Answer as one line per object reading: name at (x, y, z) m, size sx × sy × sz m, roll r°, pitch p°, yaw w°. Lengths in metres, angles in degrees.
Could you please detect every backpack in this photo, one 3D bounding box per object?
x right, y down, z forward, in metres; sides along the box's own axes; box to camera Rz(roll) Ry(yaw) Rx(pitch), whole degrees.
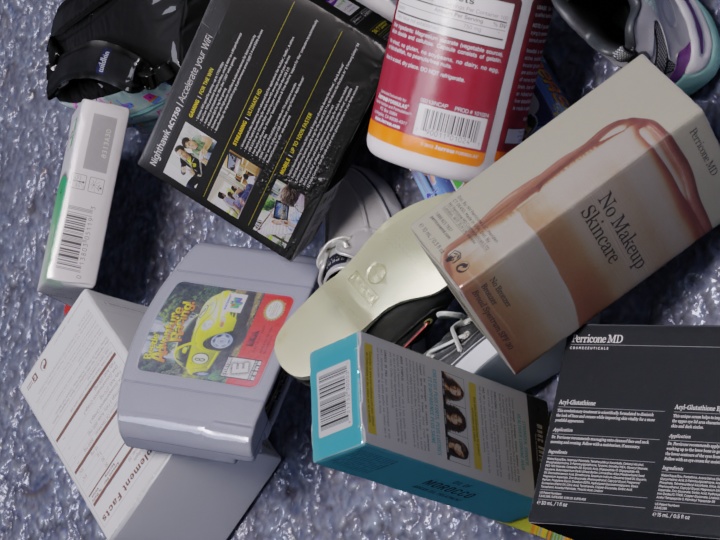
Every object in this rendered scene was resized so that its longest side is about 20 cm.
backpack at (-0.189, -0.196, 1.873) m, size 0.199 × 0.126 × 0.168 m, roll -17°, pitch 56°, yaw 43°

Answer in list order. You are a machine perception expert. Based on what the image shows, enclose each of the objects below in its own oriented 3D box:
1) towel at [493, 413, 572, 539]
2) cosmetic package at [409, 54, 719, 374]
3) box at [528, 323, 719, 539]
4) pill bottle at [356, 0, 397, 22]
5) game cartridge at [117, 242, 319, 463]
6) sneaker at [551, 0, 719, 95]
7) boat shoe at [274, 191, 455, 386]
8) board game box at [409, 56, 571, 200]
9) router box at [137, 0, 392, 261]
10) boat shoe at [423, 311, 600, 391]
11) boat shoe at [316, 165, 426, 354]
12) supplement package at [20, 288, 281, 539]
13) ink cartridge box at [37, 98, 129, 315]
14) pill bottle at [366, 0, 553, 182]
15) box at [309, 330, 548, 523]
towel at (0.123, 0.144, 1.538) m, size 0.199 × 0.018 × 0.087 m, roll 14°, pitch 84°, yaw 48°
cosmetic package at (0.148, -0.037, 1.433) m, size 0.200 × 0.104 × 0.087 m, roll -38°, pitch 40°, yaw 0°
box at (0.220, 0.112, 1.384) m, size 0.199 × 0.079 × 0.142 m, roll 0°, pitch 72°, yaw 44°
pill bottle at (-0.025, -0.158, 1.702) m, size 0.200 × 0.111 × 0.112 m, roll -43°, pitch 52°, yaw 29°
game cartridge at (-0.114, 0.060, 1.692) m, size 0.132 × 0.041 × 0.201 m, roll 4°, pitch 49°, yaw 21°
sneaker at (0.172, -0.221, 1.494) m, size 0.078 × 0.139 × 0.201 m, roll -42°, pitch 53°, yaw 30°
boat shoe at (0.028, 0.015, 1.578) m, size 0.201 × 0.063 × 0.074 m, roll -40°, pitch 57°, yaw 10°
board game box at (0.104, -0.086, 1.603) m, size 0.135 × 0.034 × 0.201 m, roll -46°, pitch 51°, yaw 28°
router box at (-0.068, -0.130, 1.635) m, size 0.149 × 0.051 × 0.201 m, roll 32°, pitch 119°, yaw 6°
boat shoe at (0.086, 0.063, 1.552) m, size 0.199 × 0.073 × 0.068 m, roll -41°, pitch 51°, yaw 28°
boat shoe at (0.000, 0.000, 1.665) m, size 0.073 × 0.065 × 0.201 m, roll -38°, pitch 54°, yaw 33°
supplement package at (-0.178, 0.128, 1.777) m, size 0.118 × 0.116 × 0.200 m, roll -54°, pitch 48°, yaw 17°
ink cartridge box at (-0.255, -0.052, 1.886) m, size 0.200 × 0.050 × 0.162 m, roll 155°, pitch 126°, yaw -71°
pill bottle at (0.078, -0.171, 1.527) m, size 0.113 × 0.112 × 0.202 m, roll 25°, pitch 105°, yaw 46°
box at (0.052, 0.111, 1.462) m, size 0.049 × 0.199 × 0.083 m, roll -24°, pitch 57°, yaw 38°
